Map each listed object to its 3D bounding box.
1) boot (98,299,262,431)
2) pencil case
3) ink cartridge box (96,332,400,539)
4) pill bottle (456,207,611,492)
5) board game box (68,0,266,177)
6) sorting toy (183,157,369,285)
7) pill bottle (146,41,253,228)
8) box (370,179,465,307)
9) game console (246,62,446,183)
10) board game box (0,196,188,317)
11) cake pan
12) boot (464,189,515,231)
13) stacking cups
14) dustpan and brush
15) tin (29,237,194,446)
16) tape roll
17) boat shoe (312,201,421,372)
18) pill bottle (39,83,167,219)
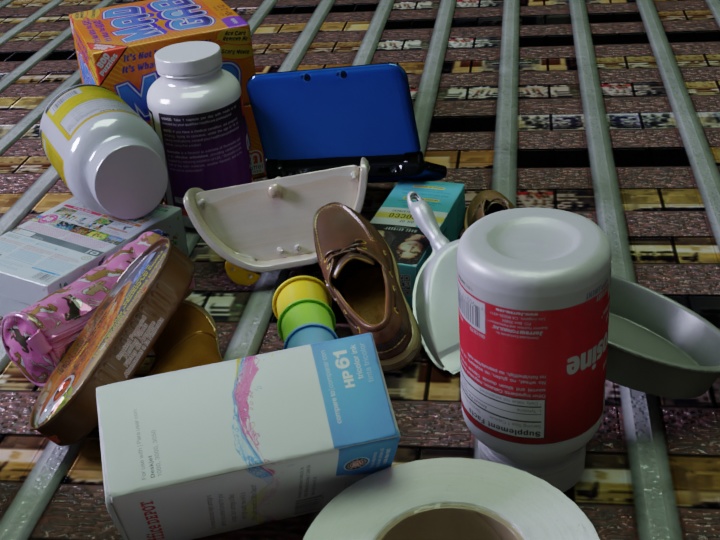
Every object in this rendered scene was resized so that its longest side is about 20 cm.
[{"bbox_3d":[-0.173,0.098,0.920,0.199,0.072,0.143,23,40,36],"label":"boot"},{"bbox_3d":[-0.254,0.035,1.034,0.082,0.087,0.199,35,44,19],"label":"pencil case"},{"bbox_3d":[-0.082,0.127,0.762,0.196,0.145,0.086,-11,64,-11],"label":"ink cartridge box"},{"bbox_3d":[0.129,0.065,0.796,0.110,0.203,0.113,-4,29,2],"label":"pill bottle"},{"bbox_3d":[-0.253,-0.231,1.390,0.197,0.203,0.200,-14,30,-17],"label":"board game box"},{"bbox_3d":[-0.074,-0.065,1.180,0.196,0.109,0.180,-9,13,7],"label":"sorting toy"},{"bbox_3d":[-0.189,-0.160,1.250,0.110,0.203,0.113,-3,29,2],"label":"pill bottle"},{"bbox_3d":[0.052,-0.034,1.145,0.081,0.050,0.201,6,30,18],"label":"box"},{"bbox_3d":[-0.012,-0.166,1.244,0.196,0.121,0.170,1,2,22],"label":"game console"},{"bbox_3d":[-0.308,-0.016,1.153,0.146,0.065,0.199,15,35,32],"label":"board game box"},{"bbox_3d":[0.225,0.050,0.913,0.197,0.037,0.201,16,19,-6],"label":"cake pan"},{"bbox_3d":[0.149,-0.052,1.139,0.072,0.077,0.201,-5,28,3],"label":"boot"},{"bbox_3d":[-0.046,0.081,0.948,0.059,0.061,0.201,-6,31,-3],"label":"stacking cups"},{"bbox_3d":[0.094,-0.003,1.026,0.138,0.057,0.202,-21,70,-15],"label":"dustpan and brush"},{"bbox_3d":[-0.214,0.061,0.923,0.202,0.042,0.111,-59,20,-22],"label":"tin"},{"bbox_3d":[0.057,0.211,0.680,0.198,0.072,0.203,-3,29,2],"label":"tape roll"},{"bbox_3d":[0.000,0.001,1.005,0.071,0.068,0.202,-27,50,3],"label":"boat shoe"},{"bbox_3d":[-0.281,-0.129,1.173,0.110,0.114,0.200,-17,30,-22],"label":"pill bottle"}]
